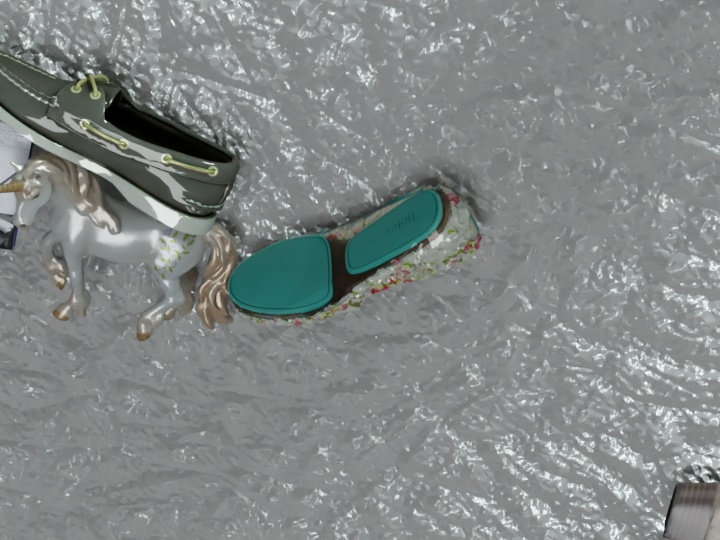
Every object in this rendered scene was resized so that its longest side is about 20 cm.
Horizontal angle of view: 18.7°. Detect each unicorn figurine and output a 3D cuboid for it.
[{"bbox_3d":[-0.182,-0.021,1.560,0.200,0.074,0.138,2,130,-19],"label":"unicorn figurine"}]

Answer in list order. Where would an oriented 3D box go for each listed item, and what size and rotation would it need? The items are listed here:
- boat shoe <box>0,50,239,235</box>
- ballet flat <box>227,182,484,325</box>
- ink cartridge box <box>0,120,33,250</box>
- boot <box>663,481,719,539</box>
[{"bbox_3d":[-0.178,-0.101,1.516,0.202,0.072,0.060,32,112,-1],"label":"boat shoe"},{"bbox_3d":[0.000,0.000,1.527,0.200,0.076,0.064,-19,147,32],"label":"ballet flat"},{"bbox_3d":[-0.335,-0.079,1.542,0.200,0.044,0.094,10,106,-10],"label":"ink cartridge box"},{"bbox_3d":[0.281,0.236,1.583,0.146,0.070,0.200,15,124,5],"label":"boot"}]
